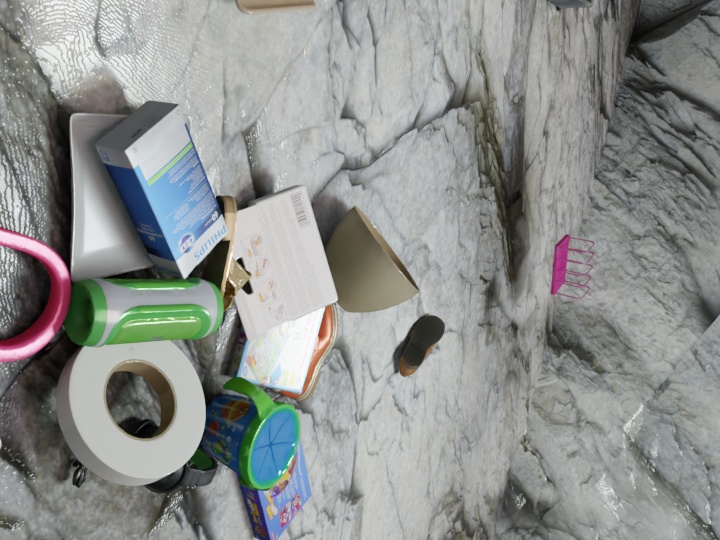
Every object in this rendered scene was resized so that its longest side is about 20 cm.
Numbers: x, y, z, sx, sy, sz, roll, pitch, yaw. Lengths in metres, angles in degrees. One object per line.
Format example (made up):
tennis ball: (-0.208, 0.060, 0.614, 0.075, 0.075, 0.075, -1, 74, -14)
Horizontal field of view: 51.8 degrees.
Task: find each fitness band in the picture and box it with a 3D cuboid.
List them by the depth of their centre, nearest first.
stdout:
fitness band: (-0.405, 0.025, 0.806, 0.199, 0.037, 0.146, 25, 80, -59)

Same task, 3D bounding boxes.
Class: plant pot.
plant pot: (0.000, 0.000, 1.387, 0.134, 0.202, 0.200, -37, 147, 6)

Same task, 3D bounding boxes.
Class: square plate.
square plate: (-0.297, -0.099, 0.955, 0.197, 0.028, 0.204, -17, 116, -57)

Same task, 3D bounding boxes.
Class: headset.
headset: (-0.294, 0.268, 1.028, 0.198, 0.123, 0.095, 26, 88, -42)

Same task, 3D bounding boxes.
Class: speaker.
speaker: (-0.274, 0.051, 0.955, 0.198, 0.087, 0.090, 1, 101, -52)

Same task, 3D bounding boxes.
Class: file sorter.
file sorter: (0.824, -0.011, 2.860, 0.138, 0.124, 0.204, -33, 129, -50)

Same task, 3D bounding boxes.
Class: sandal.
sandal: (-0.190, -0.004, 1.096, 0.069, 0.077, 0.216, -1, 111, -35)

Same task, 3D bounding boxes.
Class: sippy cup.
sippy cup: (-0.185, 0.263, 1.191, 0.139, 0.128, 0.181, 20, 84, -60)

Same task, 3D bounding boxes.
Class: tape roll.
tape roll: (-0.290, 0.170, 0.954, 0.201, 0.037, 0.206, 32, 43, -34)

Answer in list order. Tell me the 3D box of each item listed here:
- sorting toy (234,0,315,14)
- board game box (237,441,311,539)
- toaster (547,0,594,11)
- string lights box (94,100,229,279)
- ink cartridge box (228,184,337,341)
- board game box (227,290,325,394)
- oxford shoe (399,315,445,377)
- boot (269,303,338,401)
sorting toy: (-0.133, -0.486, 1.089, 0.184, 0.036, 0.204, -31, 123, -52)
board game box: (-0.158, 0.387, 1.375, 0.134, 0.044, 0.203, -44, 137, -44)
toaster: (0.618, -0.866, 2.166, 0.199, 0.117, 0.185, -13, 114, -58)
string lights box: (-0.248, -0.101, 0.952, 0.103, 0.058, 0.202, -52, 143, -37)
ink cartridge box: (-0.142, -0.014, 1.192, 0.174, 0.044, 0.204, -23, 106, -26)
board game box: (-0.134, 0.097, 1.258, 0.133, 0.034, 0.204, 19, 84, -35)
oxford shoe: (0.145, 0.184, 1.827, 0.200, 0.071, 0.072, -47, 167, -43)
boot: (-0.105, 0.133, 1.344, 0.107, 0.074, 0.204, 26, 79, -55)
